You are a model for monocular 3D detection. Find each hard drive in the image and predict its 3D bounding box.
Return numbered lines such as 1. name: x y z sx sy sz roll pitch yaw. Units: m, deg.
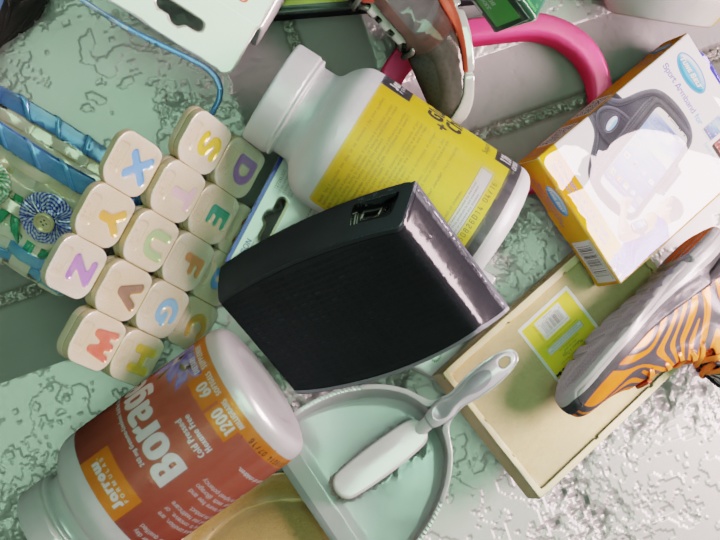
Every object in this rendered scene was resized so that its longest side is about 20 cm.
1. hard drive: -0.006 0.022 0.961 0.135 0.199 0.042 52 41 -21

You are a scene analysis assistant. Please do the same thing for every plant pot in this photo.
1. plant pot: -0.052 0.256 1.009 0.197 0.028 0.203 4 68 -11

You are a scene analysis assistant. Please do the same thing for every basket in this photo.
1. basket: -0.215 -0.095 0.968 0.175 0.139 0.202 28 95 -5

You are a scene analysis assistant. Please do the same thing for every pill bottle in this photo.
1. pill bottle: 0.017 -0.077 0.974 0.199 0.112 0.113 33 85 -4
2. pill bottle: -0.150 0.143 0.977 0.199 0.112 0.113 -36 93 4

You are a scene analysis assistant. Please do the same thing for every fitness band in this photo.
1. fitness band: 0.107 -0.130 1.057 0.197 0.037 0.146 -8 89 -8

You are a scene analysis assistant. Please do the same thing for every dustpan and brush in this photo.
1. dustpan and brush: 0.038 0.124 0.993 0.199 0.057 0.140 -37 78 1

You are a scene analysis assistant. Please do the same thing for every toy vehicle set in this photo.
1. toy vehicle set: 0.169 0.068 1.046 0.199 0.026 0.125 -39 93 -17

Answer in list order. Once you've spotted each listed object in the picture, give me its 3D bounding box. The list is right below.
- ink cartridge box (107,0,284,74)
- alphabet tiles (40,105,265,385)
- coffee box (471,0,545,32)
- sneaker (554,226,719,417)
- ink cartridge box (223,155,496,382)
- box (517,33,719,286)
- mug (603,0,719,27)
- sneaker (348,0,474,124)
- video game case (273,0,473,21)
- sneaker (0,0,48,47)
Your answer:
1. ink cartridge box: -0.095 -0.254 0.995 0.116 0.067 0.201 31 84 -6
2. alphabet tiles: -0.142 -0.015 0.961 0.015 0.195 0.202 25 85 31
3. coffee box: 0.116 -0.290 0.994 0.123 0.044 0.201 46 53 -30
4. sneaker: 0.245 0.066 1.012 0.200 0.078 0.112 -41 93 -17
5. ink cartridge box: 0.000 0.000 1.039 0.199 0.037 0.095 29 86 -10
6. box: 0.232 -0.095 1.047 0.199 0.041 0.120 -39 100 -17
7. mug: 0.265 -0.269 1.025 0.184 0.150 0.155 9 103 -2
8. sneaker: 0.025 -0.200 0.988 0.081 0.077 0.202 -20 99 -14
9. video game case: -0.004 -0.297 1.054 0.197 0.025 0.183 -6 89 -7
10. sneaker: -0.290 -0.192 0.986 0.075 0.091 0.202 23 85 -1
